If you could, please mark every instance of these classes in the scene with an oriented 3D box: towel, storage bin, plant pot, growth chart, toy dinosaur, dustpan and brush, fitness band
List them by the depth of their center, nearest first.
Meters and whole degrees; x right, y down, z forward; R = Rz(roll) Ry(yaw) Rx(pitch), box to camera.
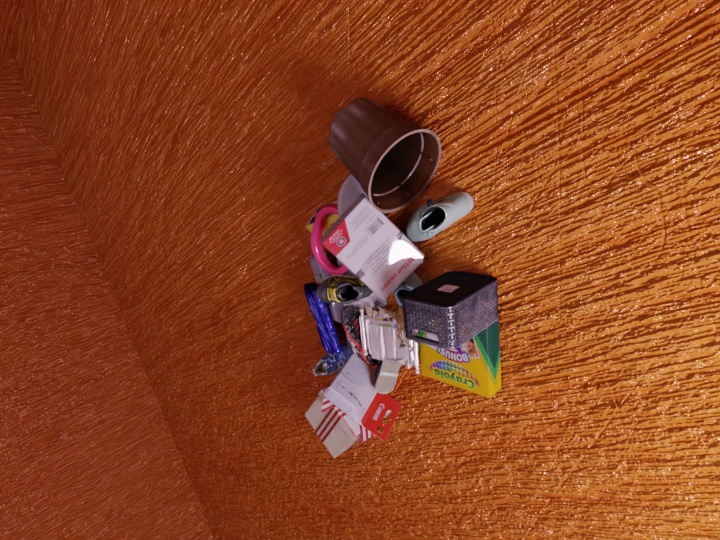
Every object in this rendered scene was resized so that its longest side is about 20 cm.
[{"bbox_3d":[0.195,0.078,1.148,0.134,0.199,0.095,10,113,43],"label":"storage bin"},{"bbox_3d":[0.041,-0.270,1.185,0.198,0.199,0.202,48,135,31],"label":"plant pot"},{"bbox_3d":[0.104,0.129,1.261,0.200,0.058,0.102,-156,46,-74],"label":"toy dinosaur"},{"bbox_3d":[-0.001,-0.219,1.315,0.057,0.138,0.203,95,162,-78],"label":"dustpan and brush"},{"bbox_3d":[0.070,0.169,1.352,0.198,0.018,0.147,10,102,41],"label":"growth chart"},{"bbox_3d":[-0.065,-0.076,1.367,0.143,0.037,0.201,40,136,18],"label":"fitness band"},{"bbox_3d":[-0.118,0.139,1.562,0.148,0.049,0.202,-163,54,-72],"label":"towel"}]

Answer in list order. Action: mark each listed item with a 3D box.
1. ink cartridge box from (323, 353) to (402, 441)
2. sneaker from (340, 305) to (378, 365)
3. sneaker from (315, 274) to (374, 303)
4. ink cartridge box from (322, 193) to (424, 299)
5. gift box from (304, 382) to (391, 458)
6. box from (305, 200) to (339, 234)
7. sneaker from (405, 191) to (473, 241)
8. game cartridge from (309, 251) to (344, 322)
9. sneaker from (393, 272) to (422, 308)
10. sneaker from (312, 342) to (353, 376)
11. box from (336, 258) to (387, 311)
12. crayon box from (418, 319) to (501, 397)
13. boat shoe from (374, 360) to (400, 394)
[{"bbox_3d":[0.019,0.337,1.434,0.199,0.160,0.048,36,123,5],"label":"ink cartridge box"},{"bbox_3d":[-0.012,0.174,1.468,0.097,0.071,0.202,13,140,52],"label":"sneaker"},{"bbox_3d":[-0.050,0.049,1.376,0.198,0.084,0.075,-13,97,38],"label":"sneaker"},{"bbox_3d":[0.029,-0.055,1.242,0.200,0.084,0.144,44,97,-13],"label":"ink cartridge box"},{"bbox_3d":[-0.038,0.415,1.537,0.185,0.199,0.187,47,133,15],"label":"gift box"},{"bbox_3d":[-0.059,-0.146,1.406,0.199,0.076,0.050,-15,128,47],"label":"box"},{"bbox_3d":[0.144,-0.110,1.186,0.200,0.118,0.074,-31,85,49],"label":"sneaker"},{"bbox_3d":[-0.092,0.048,1.518,0.133,0.040,0.202,-8,101,71],"label":"game cartridge"},{"bbox_3d":[0.109,0.043,1.278,0.074,0.082,0.200,-50,44,10],"label":"sneaker"},{"bbox_3d":[-0.068,0.270,1.590,0.200,0.077,0.076,-42,74,40],"label":"sneaker"},{"bbox_3d":[0.000,0.000,1.423,0.116,0.060,0.203,8,112,44],"label":"box"},{"bbox_3d":[0.230,0.185,1.261,0.199,0.058,0.175,11,114,44],"label":"crayon box"},{"bbox_3d":[0.085,0.230,1.424,0.066,0.074,0.202,-116,38,-62],"label":"boat shoe"}]
